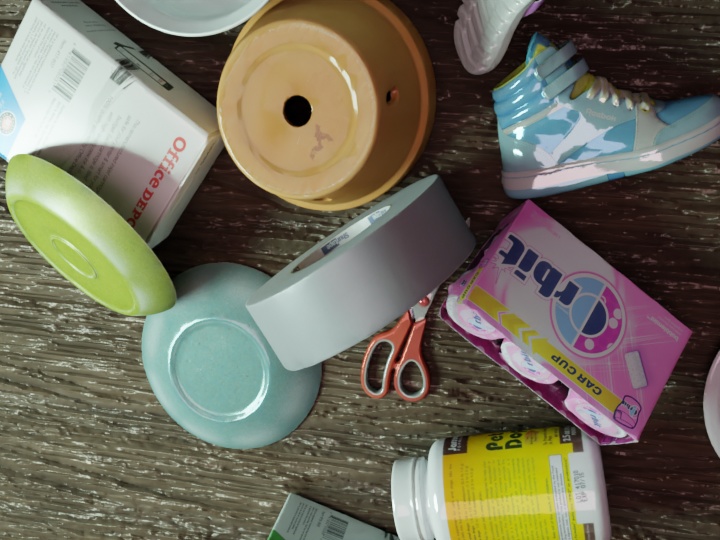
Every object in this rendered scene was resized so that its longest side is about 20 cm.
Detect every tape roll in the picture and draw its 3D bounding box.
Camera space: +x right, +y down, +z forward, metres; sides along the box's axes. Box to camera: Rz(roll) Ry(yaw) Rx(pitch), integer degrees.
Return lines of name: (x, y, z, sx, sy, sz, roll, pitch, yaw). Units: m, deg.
tape roll: (0.000, 0.000, 0.736, 0.198, 0.201, 0.067, -32, 98, 17)

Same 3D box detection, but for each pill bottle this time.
pill bottle: (0.131, 0.210, 0.815, 0.195, 0.109, 0.112, -8, 103, 13)

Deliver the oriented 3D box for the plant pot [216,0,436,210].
plant pot: (-0.038, -0.144, 0.737, 0.195, 0.140, 0.206, 3, 105, 10)

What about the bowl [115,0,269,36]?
bowl: (-0.133, -0.307, 0.737, 0.196, 0.090, 0.207, 3, 106, 10)

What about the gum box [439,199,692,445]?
gum box: (0.175, 0.044, 0.752, 0.199, 0.066, 0.114, 38, 71, -3)

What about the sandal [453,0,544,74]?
sandal: (0.130, -0.240, 0.684, 0.049, 0.203, 0.084, -13, 72, -25)

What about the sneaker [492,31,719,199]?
sneaker: (0.202, -0.146, 0.721, 0.195, 0.080, 0.134, -15, 103, 14)

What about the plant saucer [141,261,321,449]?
plant saucer: (-0.138, 0.096, 0.874, 0.195, 0.039, 0.206, 3, 106, 11)

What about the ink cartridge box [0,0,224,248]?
ink cartridge box: (-0.239, -0.134, 0.808, 0.199, 0.084, 0.147, 38, 109, -2)

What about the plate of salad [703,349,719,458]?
plate of salad: (0.411, 0.122, 0.768, 0.195, 0.048, 0.206, 3, 105, 10)

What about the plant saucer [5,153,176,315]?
plant saucer: (-0.258, -0.021, 0.801, 0.199, 0.200, 0.031, 38, 65, 0)

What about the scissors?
scissors: (0.050, 0.038, 0.834, 0.071, 0.014, 0.205, 16, 109, 9)

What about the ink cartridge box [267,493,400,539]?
ink cartridge box: (-0.008, 0.327, 0.854, 0.196, 0.147, 0.085, 20, 110, 6)
